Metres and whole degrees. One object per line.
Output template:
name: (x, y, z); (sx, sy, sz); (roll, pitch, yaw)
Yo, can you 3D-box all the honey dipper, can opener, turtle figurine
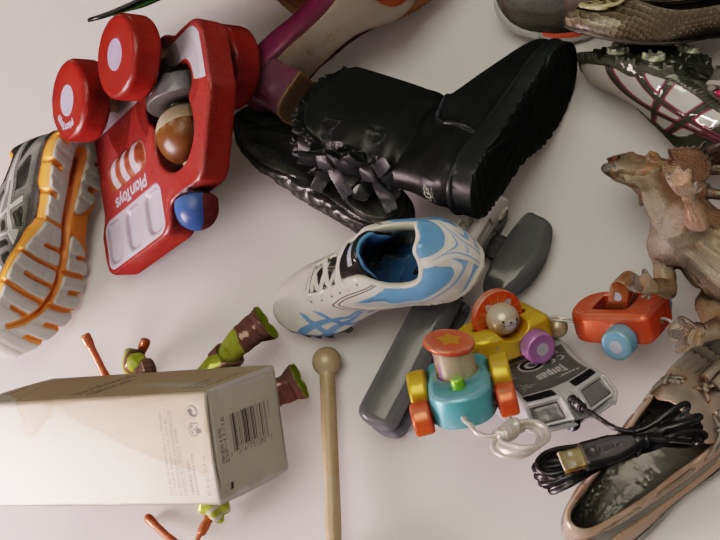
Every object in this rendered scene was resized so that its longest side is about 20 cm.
honey dipper: (-0.020, 0.149, 0.989); (0.038, 0.038, 0.200); (-9, 65, 15)
can opener: (0.068, 0.033, 0.994); (0.066, 0.053, 0.200); (29, 81, 25)
turtle figurine: (-0.131, 0.094, 1.030); (0.161, 0.064, 0.200); (-33, 63, 4)

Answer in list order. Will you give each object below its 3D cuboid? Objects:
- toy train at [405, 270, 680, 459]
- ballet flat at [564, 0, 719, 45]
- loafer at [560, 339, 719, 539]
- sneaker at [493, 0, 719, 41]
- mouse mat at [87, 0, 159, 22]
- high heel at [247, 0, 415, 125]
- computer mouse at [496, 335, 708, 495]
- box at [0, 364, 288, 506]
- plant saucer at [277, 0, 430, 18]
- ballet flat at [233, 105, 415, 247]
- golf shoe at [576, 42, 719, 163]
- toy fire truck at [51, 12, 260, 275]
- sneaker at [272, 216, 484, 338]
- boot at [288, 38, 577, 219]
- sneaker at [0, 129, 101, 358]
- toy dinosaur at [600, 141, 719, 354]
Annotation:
toy train: (0.116, 0.047, 0.899); (0.150, 0.056, 0.200); (4, 27, 42)
ballet flat: (0.248, -0.190, 0.987); (0.200, 0.046, 0.067); (-1, 24, -1)
loafer: (0.209, 0.112, 0.910); (0.072, 0.063, 0.200); (40, 86, 26)
sneaker: (0.196, -0.232, 1.037); (0.200, 0.082, 0.077); (-6, 68, 16)
mouse mat: (-0.108, -0.238, 1.074); (0.200, 0.161, 0.008); (-19, 102, 10)
high heel: (-0.027, -0.210, 1.082); (0.200, 0.067, 0.096); (-49, 41, -2)
computer mouse: (0.136, 0.091, 0.913); (0.110, 0.044, 0.200); (-22, 21, -11)
box: (-0.161, 0.117, 0.954); (0.200, 0.095, 0.078); (-5, 95, 26)
plant saucer: (0.008, -0.288, 1.147); (0.200, 0.037, 0.201); (-7, 68, 17)
ballet flat: (-0.035, -0.073, 1.075); (0.066, 0.057, 0.200); (-37, 54, -21)
golf shoe: (0.233, -0.117, 0.982); (0.200, 0.077, 0.088); (26, 123, 46)
toy fire truck: (-0.152, -0.099, 1.060); (0.200, 0.112, 0.168); (-27, 70, 49)
sneaker: (0.000, 0.000, 0.989); (0.200, 0.072, 0.072); (-17, 50, 44)
boot: (0.054, -0.121, 1.025); (0.162, 0.073, 0.198); (18, 52, 29)
sneaker: (-0.273, -0.023, 1.125); (0.077, 0.078, 0.200); (0, 66, 33)
toy dinosaur: (0.243, -0.013, 0.906); (0.086, 0.136, 0.200); (-42, 83, 34)
